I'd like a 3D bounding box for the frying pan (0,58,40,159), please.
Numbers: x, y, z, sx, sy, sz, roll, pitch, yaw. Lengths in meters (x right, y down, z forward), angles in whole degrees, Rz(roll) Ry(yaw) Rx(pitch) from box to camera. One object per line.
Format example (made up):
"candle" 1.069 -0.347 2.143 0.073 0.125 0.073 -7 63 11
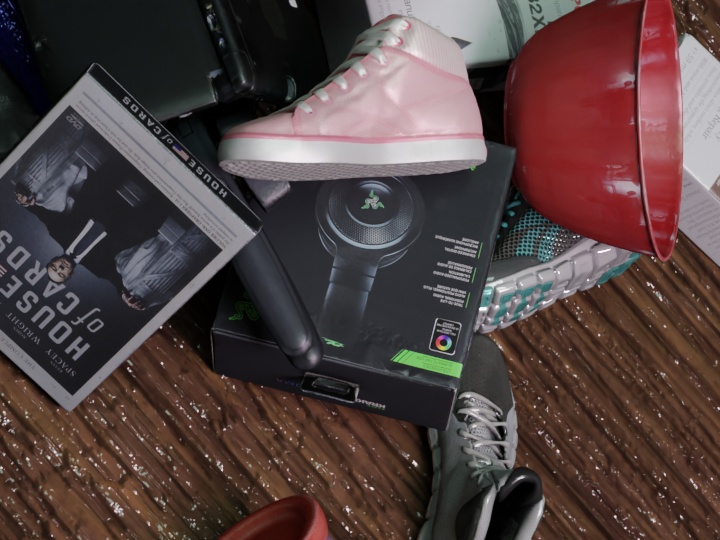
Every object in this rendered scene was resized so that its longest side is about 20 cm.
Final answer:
"frying pan" -0.260 -0.077 1.579 0.115 0.031 0.191 18 65 -20

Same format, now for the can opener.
"can opener" -0.074 -0.023 1.530 0.078 0.063 0.200 -30 59 11

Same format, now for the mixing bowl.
"mixing bowl" 0.165 -0.106 1.667 0.108 0.200 0.201 0 71 17

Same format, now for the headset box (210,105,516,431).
"headset box" 0.000 0.000 1.613 0.173 0.093 0.201 15 68 3

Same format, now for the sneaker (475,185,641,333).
"sneaker" 0.124 -0.019 1.734 0.199 0.078 0.091 -22 69 -32

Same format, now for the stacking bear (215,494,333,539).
"stacking bear" -0.021 0.260 1.554 0.200 0.121 0.114 57 24 -14

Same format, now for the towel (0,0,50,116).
"towel" -0.214 -0.215 1.610 0.148 0.050 0.200 -31 90 -42

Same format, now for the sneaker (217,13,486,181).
"sneaker" -0.009 -0.115 1.533 0.200 0.075 0.105 -4 86 -32

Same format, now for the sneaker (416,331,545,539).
"sneaker" 0.096 0.132 1.640 0.075 0.115 0.201 12 71 -23

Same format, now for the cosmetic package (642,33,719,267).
"cosmetic package" 0.287 -0.076 1.818 0.200 0.074 0.102 40 63 -9

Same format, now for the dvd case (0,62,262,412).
"dvd case" -0.181 -0.018 1.514 0.150 0.200 0.025 43 27 -8

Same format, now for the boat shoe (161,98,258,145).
"boat shoe" -0.120 -0.078 1.622 0.072 0.068 0.201 23 68 -20

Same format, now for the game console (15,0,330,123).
"game console" -0.132 -0.182 1.573 0.176 0.116 0.201 7 58 -57

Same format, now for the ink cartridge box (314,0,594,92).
"ink cartridge box" 0.071 -0.211 1.744 0.199 0.084 0.146 -8 78 -27
